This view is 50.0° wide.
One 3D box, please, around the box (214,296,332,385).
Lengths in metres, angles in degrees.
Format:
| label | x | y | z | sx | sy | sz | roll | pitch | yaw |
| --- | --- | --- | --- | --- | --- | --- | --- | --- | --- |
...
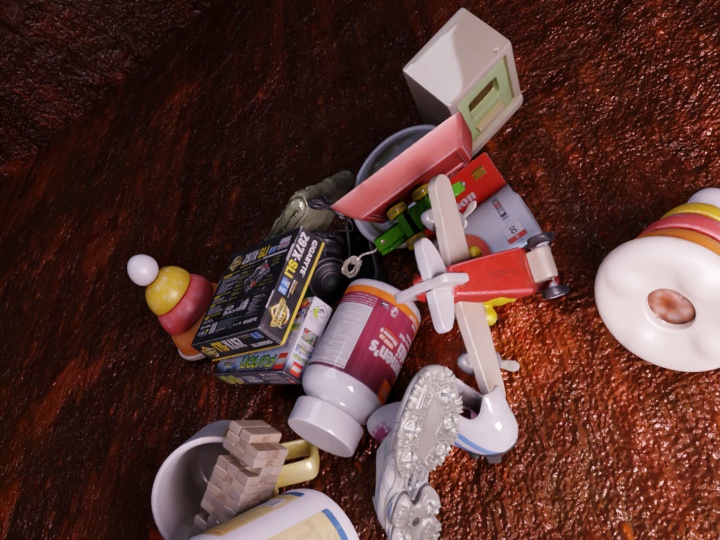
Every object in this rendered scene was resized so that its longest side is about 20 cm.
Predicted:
| label | x | y | z | sx | sy | sz | roll | pitch | yaw |
| --- | --- | --- | --- | --- | --- | --- | --- | --- | --- |
| box | -0.123 | 0.100 | 1.064 | 0.198 | 0.034 | 0.112 | -12 | 49 | 52 |

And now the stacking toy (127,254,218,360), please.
| label | x | y | z | sx | sy | sz | roll | pitch | yaw |
| --- | --- | --- | --- | --- | --- | --- | --- | --- | --- |
| stacking toy | -0.309 | 0.041 | 1.296 | 0.144 | 0.200 | 0.148 | -27 | 38 | 23 |

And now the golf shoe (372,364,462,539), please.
| label | x | y | z | sx | sy | sz | roll | pitch | yaw |
| --- | --- | --- | --- | --- | --- | --- | --- | --- | --- |
| golf shoe | 0.045 | 0.184 | 0.805 | 0.097 | 0.077 | 0.205 | 32 | 115 | 56 |

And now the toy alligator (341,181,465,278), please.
| label | x | y | z | sx | sy | sz | roll | pitch | yaw |
| --- | --- | --- | --- | --- | --- | --- | --- | --- | --- |
| toy alligator | 0.059 | -0.055 | 1.039 | 0.198 | 0.060 | 0.054 | -36 | -9 | 15 |

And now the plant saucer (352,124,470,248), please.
| label | x | y | z | sx | sy | sz | roll | pitch | yaw |
| --- | --- | --- | --- | --- | --- | --- | --- | --- | --- |
| plant saucer | 0.080 | -0.118 | 1.158 | 0.196 | 0.050 | 0.204 | -15 | 59 | 26 |

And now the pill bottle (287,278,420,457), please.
| label | x | y | z | sx | sy | sz | roll | pitch | yaw |
| --- | --- | --- | --- | --- | --- | --- | --- | --- | --- |
| pill bottle | -0.007 | 0.121 | 0.971 | 0.108 | 0.110 | 0.203 | -2 | 52 | 45 |

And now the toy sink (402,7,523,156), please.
| label | x | y | z | sx | sy | sz | roll | pitch | yaw |
| --- | --- | --- | --- | --- | --- | --- | --- | --- | --- |
| toy sink | 0.164 | -0.265 | 1.172 | 0.130 | 0.200 | 0.112 | -44 | 63 | -3 |

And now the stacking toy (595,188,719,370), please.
| label | x | y | z | sx | sy | sz | roll | pitch | yaw |
| --- | --- | --- | --- | --- | --- | --- | --- | --- | --- |
| stacking toy | 0.330 | -0.016 | 0.758 | 0.144 | 0.148 | 0.200 | -2 | 34 | 45 |

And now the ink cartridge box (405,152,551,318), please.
| label | x | y | z | sx | sy | sz | roll | pitch | yaw |
| --- | --- | --- | --- | --- | --- | --- | --- | --- | --- |
| ink cartridge box | 0.138 | -0.060 | 1.023 | 0.161 | 0.050 | 0.202 | -36 | 52 | 13 |

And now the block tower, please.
| label | x | y | z | sx | sy | sz | roll | pitch | yaw |
| --- | --- | --- | --- | --- | --- | --- | --- | --- | --- |
| block tower | -0.145 | 0.271 | 0.855 | 0.053 | 0.057 | 0.204 | 23 | 95 | 36 |

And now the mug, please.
| label | x | y | z | sx | sy | sz | roll | pitch | yaw |
| --- | --- | --- | --- | --- | --- | --- | --- | --- | --- |
| mug | -0.156 | 0.266 | 0.968 | 0.153 | 0.183 | 0.153 | -130 | 58 | -84 |

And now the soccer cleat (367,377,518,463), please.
| label | x | y | z | sx | sy | sz | roll | pitch | yaw |
| --- | --- | --- | --- | --- | --- | --- | --- | --- | --- |
| soccer cleat | 0.083 | 0.153 | 0.854 | 0.197 | 0.088 | 0.070 | -3 | 24 | 40 |

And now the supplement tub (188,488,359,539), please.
| label | x | y | z | sx | sy | sz | roll | pitch | yaw |
| --- | --- | --- | --- | --- | --- | --- | --- | --- | --- |
| supplement tub | -0.104 | 0.316 | 0.762 | 0.142 | 0.198 | 0.149 | 7 | 101 | 39 |

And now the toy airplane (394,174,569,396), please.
| label | x | y | z | sx | sy | sz | roll | pitch | yaw |
| --- | --- | --- | --- | --- | --- | --- | --- | --- | --- |
| toy airplane | 0.120 | 0.020 | 0.877 | 0.202 | 0.198 | 0.141 | -60 | 13 | -27 |

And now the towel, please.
| label | x | y | z | sx | sy | sz | roll | pitch | yaw |
| --- | --- | --- | --- | --- | --- | --- | --- | --- | --- |
| towel | -0.089 | -0.067 | 1.209 | 0.148 | 0.037 | 0.201 | -33 | -16 | -47 |

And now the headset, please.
| label | x | y | z | sx | sy | sz | roll | pitch | yaw |
| --- | --- | --- | --- | --- | --- | --- | --- | --- | --- |
| headset | -0.063 | -0.016 | 1.137 | 0.125 | 0.092 | 0.202 | -103 | 32 | -50 |

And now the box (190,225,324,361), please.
| label | x | y | z | sx | sy | sz | roll | pitch | yaw |
| --- | --- | --- | --- | --- | --- | --- | --- | --- | --- |
| box | -0.147 | 0.036 | 1.082 | 0.198 | 0.049 | 0.162 | -18 | 43 | 49 |

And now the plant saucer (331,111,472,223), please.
| label | x | y | z | sx | sy | sz | roll | pitch | yaw |
| --- | --- | --- | --- | --- | --- | --- | --- | --- | --- |
| plant saucer | 0.069 | -0.123 | 1.033 | 0.198 | 0.037 | 0.200 | -35 | -5 | 11 |

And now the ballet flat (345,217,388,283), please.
| label | x | y | z | sx | sy | sz | roll | pitch | yaw |
| --- | --- | --- | --- | --- | --- | --- | --- | --- | --- |
| ballet flat | 0.000 | 0.000 | 1.138 | 0.066 | 0.057 | 0.202 | -33 | 36 | 18 |
